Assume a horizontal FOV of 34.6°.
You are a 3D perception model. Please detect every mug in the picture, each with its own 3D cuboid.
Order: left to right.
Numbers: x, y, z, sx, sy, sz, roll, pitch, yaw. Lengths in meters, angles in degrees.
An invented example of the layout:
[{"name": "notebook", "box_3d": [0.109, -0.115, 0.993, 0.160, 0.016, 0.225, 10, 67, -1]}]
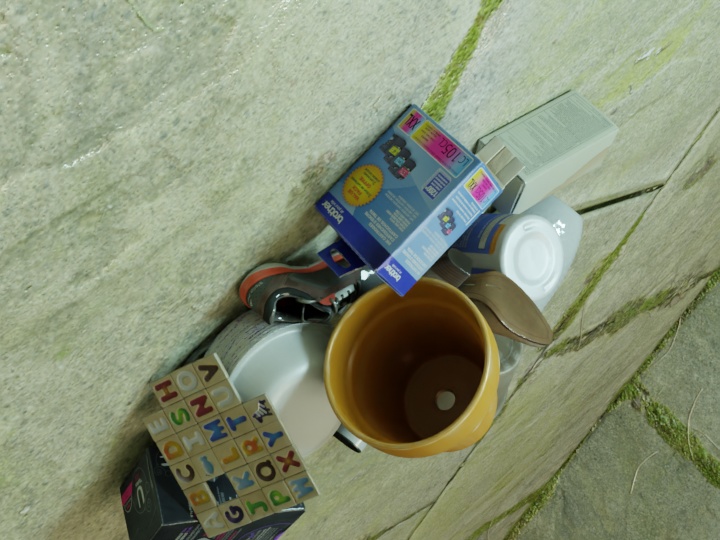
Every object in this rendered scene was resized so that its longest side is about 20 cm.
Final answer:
[{"name": "mug", "box_3d": [0.228, -0.042, 1.707, 0.199, 0.148, 0.176, 33, 94, -37]}]

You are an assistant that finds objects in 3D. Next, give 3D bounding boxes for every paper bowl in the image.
[{"name": "paper bowl", "box_3d": [-0.093, 0.148, 1.397, 0.199, 0.104, 0.203, -20, 126, -30]}]

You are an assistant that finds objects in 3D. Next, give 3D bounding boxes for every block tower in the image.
[{"name": "block tower", "box_3d": [0.148, -0.114, 1.439, 0.058, 0.054, 0.200, -43, -179, -6]}]

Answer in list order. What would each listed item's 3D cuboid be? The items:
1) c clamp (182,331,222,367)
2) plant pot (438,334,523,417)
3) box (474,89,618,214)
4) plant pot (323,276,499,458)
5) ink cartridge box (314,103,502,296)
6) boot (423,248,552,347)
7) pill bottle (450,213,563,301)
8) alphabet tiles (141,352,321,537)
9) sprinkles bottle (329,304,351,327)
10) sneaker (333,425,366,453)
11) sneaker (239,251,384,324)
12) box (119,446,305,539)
[{"name": "c clamp", "box_3d": [-0.143, 0.114, 1.449, 0.199, 0.027, 0.172, -31, 150, -28]}, {"name": "plant pot", "box_3d": [0.156, 0.132, 1.732, 0.199, 0.201, 0.174, -30, 167, -31]}, {"name": "box", "box_3d": [0.248, -0.160, 1.576, 0.199, 0.095, 0.078, -28, 153, -31]}, {"name": "plant pot", "box_3d": [0.081, 0.134, 1.367, 0.200, 0.200, 0.183, -44, 149, 0]}, {"name": "ink cartridge box", "box_3d": [0.042, -0.069, 1.308, 0.200, 0.136, 0.076, -47, 141, 3]}, {"name": "boot", "box_3d": [0.122, 0.056, 1.443, 0.146, 0.200, 0.070, -40, -166, 42]}, {"name": "pill bottle", "box_3d": [0.164, -0.020, 1.534, 0.111, 0.199, 0.114, -3, 95, -33]}, {"name": "alphabet tiles", "box_3d": [-0.159, 0.200, 1.337, 0.166, 0.201, 0.008, -25, -172, 24]}, {"name": "sprinkles bottle", "box_3d": [0.000, 0.000, 1.456, 0.068, 0.068, 0.201, -14, 143, -51]}, {"name": "sneaker", "box_3d": [-0.012, 0.180, 1.659, 0.121, 0.084, 0.200, -51, -159, -9]}, {"name": "sneaker", "box_3d": [-0.040, 0.033, 1.358, 0.198, 0.082, 0.078, -10, 131, -26]}, {"name": "box", "box_3d": [-0.190, 0.290, 1.474, 0.198, 0.107, 0.122, 1, 146, -32]}]
